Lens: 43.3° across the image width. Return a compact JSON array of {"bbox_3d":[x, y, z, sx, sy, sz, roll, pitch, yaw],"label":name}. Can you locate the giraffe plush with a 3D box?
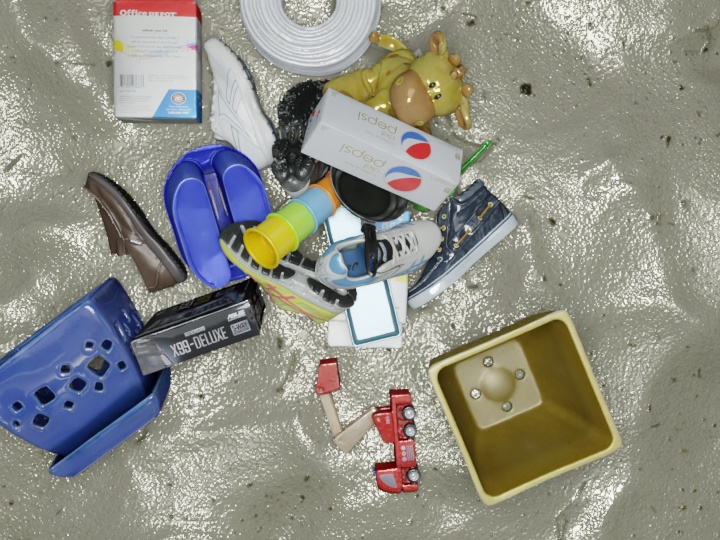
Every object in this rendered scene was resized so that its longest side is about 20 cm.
[{"bbox_3d":[0.071,-0.232,1.216,0.172,0.162,0.200,40,75,-30],"label":"giraffe plush"}]

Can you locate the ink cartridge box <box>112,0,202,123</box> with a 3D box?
[{"bbox_3d":[-0.282,-0.310,1.271,0.116,0.067,0.201,1,92,-2],"label":"ink cartridge box"}]

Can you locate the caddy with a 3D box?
[{"bbox_3d":[-0.192,-0.073,1.261,0.141,0.105,0.201,-17,111,-9],"label":"caddy"}]

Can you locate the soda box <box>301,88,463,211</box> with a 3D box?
[{"bbox_3d":[0.030,-0.154,1.169,0.199,0.068,0.064,22,54,-16],"label":"soda box"}]

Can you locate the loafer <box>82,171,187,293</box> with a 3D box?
[{"bbox_3d":[-0.329,-0.050,1.276,0.071,0.073,0.200,-38,93,-1],"label":"loafer"}]

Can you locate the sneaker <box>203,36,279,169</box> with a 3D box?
[{"bbox_3d":[-0.179,-0.230,1.278,0.087,0.075,0.201,-23,92,4],"label":"sneaker"}]

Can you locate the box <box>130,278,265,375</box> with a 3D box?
[{"bbox_3d":[-0.211,0.071,1.223,0.157,0.200,0.050,-19,99,0],"label":"box"}]

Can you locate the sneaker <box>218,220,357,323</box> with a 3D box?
[{"bbox_3d":[-0.108,0.012,1.216,0.200,0.090,0.078,34,49,-7],"label":"sneaker"}]

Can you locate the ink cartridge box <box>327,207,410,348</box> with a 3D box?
[{"bbox_3d":[0.010,0.014,1.292,0.114,0.068,0.201,1,92,-1],"label":"ink cartridge box"}]

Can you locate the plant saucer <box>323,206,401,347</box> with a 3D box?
[{"bbox_3d":[0.000,0.000,1.249,0.070,0.019,0.201,-13,92,-1],"label":"plant saucer"}]

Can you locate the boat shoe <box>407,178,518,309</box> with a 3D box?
[{"bbox_3d":[0.124,-0.038,1.298,0.200,0.071,0.091,-42,92,-7],"label":"boat shoe"}]

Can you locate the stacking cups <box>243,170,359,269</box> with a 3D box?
[{"bbox_3d":[-0.067,-0.080,1.192,0.061,0.060,0.200,49,53,-3],"label":"stacking cups"}]

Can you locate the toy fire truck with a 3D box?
[{"bbox_3d":[0.010,0.225,1.310,0.140,0.049,0.201,-4,93,-1],"label":"toy fire truck"}]

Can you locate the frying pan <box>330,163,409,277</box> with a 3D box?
[{"bbox_3d":[0.023,-0.076,1.177,0.114,0.031,0.191,-8,67,-32],"label":"frying pan"}]

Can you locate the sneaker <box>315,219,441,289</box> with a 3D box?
[{"bbox_3d":[0.035,-0.023,1.203,0.199,0.072,0.072,-19,92,-32],"label":"sneaker"}]

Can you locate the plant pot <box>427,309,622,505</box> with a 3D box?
[{"bbox_3d":[0.206,0.169,1.239,0.195,0.200,0.195,-23,93,0],"label":"plant pot"}]

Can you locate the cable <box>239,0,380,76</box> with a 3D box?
[{"bbox_3d":[-0.069,-0.377,1.274,0.199,0.069,0.201,27,91,-3],"label":"cable"}]

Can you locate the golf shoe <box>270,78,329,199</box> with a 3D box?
[{"bbox_3d":[-0.078,-0.180,1.270,0.077,0.095,0.201,5,55,15],"label":"golf shoe"}]

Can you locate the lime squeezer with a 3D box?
[{"bbox_3d":[0.108,-0.125,1.296,0.200,0.071,0.038,-32,52,-28],"label":"lime squeezer"}]

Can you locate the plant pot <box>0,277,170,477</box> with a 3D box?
[{"bbox_3d":[-0.371,0.147,1.227,0.200,0.200,0.180,-36,100,0],"label":"plant pot"}]
